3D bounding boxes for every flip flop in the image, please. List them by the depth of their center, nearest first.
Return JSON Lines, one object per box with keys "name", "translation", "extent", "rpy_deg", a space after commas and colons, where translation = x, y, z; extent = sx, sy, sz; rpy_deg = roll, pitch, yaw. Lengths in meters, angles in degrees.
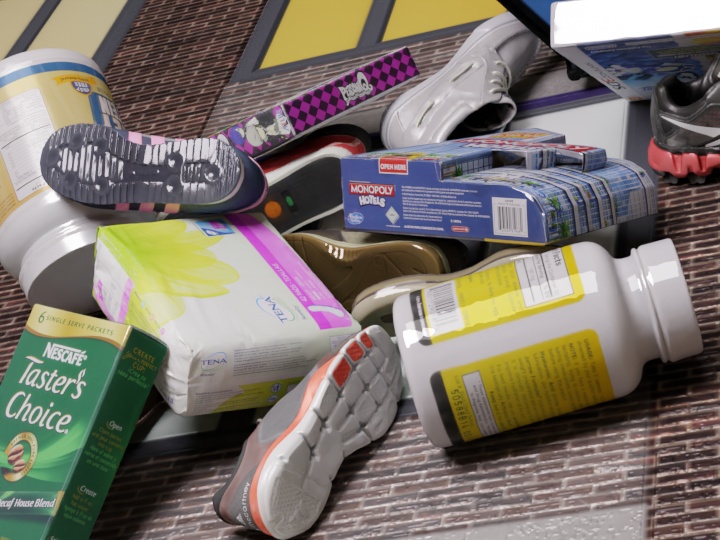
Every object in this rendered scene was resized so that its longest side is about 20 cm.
{"name": "flip flop", "translation": [0.089, 0.031, 1.400], "extent": [0.198, 0.081, 0.058], "rpy_deg": [-10, 56, 12]}

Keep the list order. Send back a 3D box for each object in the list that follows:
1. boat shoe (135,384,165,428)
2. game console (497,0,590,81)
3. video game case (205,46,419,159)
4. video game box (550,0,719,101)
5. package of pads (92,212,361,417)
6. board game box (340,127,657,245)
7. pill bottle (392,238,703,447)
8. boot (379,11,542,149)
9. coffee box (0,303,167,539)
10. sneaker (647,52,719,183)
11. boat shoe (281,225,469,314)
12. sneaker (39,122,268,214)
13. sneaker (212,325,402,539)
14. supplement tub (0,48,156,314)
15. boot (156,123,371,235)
{"name": "boat shoe", "translation": [-0.166, 0.065, 1.493], "extent": [0.070, 0.071, 0.201], "rpy_deg": [-11, 29, 24]}
{"name": "game console", "translation": [0.219, -0.270, 1.770], "extent": [0.174, 0.117, 0.200], "rpy_deg": [-12, 25, 15]}
{"name": "video game case", "translation": [-0.068, -0.137, 1.720], "extent": [0.180, 0.036, 0.200], "rpy_deg": [-21, 7, 42]}
{"name": "video game box", "translation": [0.282, -0.189, 1.567], "extent": [0.198, 0.047, 0.182], "rpy_deg": [-3, -9, 29]}
{"name": "package of pads", "translation": [-0.109, 0.029, 1.439], "extent": [0.153, 0.069, 0.200], "rpy_deg": [-6, 32, -29]}
{"name": "board game box", "translation": [0.123, -0.071, 1.478], "extent": [0.199, 0.062, 0.199], "rpy_deg": [6, 15, 41]}
{"name": "pill bottle", "translation": [0.130, 0.045, 1.299], "extent": [0.198, 0.112, 0.112], "rpy_deg": [-16, 28, 7]}
{"name": "boot", "translation": [0.116, -0.160, 1.721], "extent": [0.200, 0.074, 0.095], "rpy_deg": [-41, 40, -19]}
{"name": "coffee box", "translation": [-0.225, 0.128, 1.348], "extent": [0.122, 0.044, 0.202], "rpy_deg": [11, 74, 45]}
{"name": "sneaker", "translation": [0.318, -0.127, 1.492], "extent": [0.199, 0.099, 0.071], "rpy_deg": [-2, 31, 27]}
{"name": "boat shoe", "translation": [0.000, 0.000, 1.515], "extent": [0.199, 0.074, 0.065], "rpy_deg": [4, 16, 39]}
{"name": "sneaker", "translation": [-0.167, -0.075, 1.536], "extent": [0.198, 0.071, 0.082], "rpy_deg": [10, -5, 28]}
{"name": "sneaker", "translation": [-0.042, 0.108, 1.342], "extent": [0.081, 0.078, 0.200], "rpy_deg": [-5, 31, 38]}
{"name": "supplement tub", "translation": [-0.264, -0.076, 1.648], "extent": [0.144, 0.145, 0.201], "rpy_deg": [-22, 66, -5]}
{"name": "boot", "translation": [-0.084, -0.072, 1.697], "extent": [0.198, 0.073, 0.144], "rpy_deg": [-20, 15, 12]}
